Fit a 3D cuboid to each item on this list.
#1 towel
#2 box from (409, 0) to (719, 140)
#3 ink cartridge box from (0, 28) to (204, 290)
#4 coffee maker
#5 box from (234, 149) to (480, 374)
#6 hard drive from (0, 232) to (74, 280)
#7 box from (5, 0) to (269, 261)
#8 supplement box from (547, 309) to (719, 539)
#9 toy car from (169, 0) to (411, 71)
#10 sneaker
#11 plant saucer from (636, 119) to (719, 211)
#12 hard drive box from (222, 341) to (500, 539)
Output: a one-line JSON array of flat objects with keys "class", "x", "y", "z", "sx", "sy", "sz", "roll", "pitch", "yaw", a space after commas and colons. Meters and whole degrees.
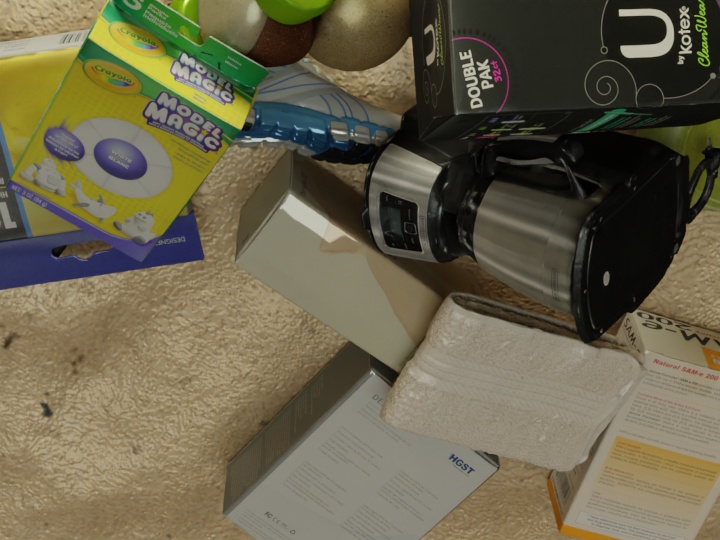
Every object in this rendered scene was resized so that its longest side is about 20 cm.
[{"class": "towel", "x": 0.125, "y": 0.095, "z": 0.992, "sx": 0.198, "sy": 0.035, "sz": 0.133, "roll": 15, "pitch": 121, "yaw": -24}, {"class": "box", "x": 0.135, "y": -0.163, "z": 0.756, "sx": 0.197, "sy": 0.124, "sz": 0.151, "roll": -3, "pitch": 89, "yaw": -7}, {"class": "ink cartridge box", "x": -0.232, "y": -0.076, "z": 0.940, "sx": 0.194, "sy": 0.047, "sz": 0.203, "roll": -9, "pitch": 115, "yaw": 1}, {"class": "coffee maker", "x": 0.130, "y": -0.052, "z": 0.918, "sx": 0.198, "sy": 0.191, "sz": 0.137, "roll": 23, "pitch": 113, "yaw": 36}, {"class": "box", "x": 0.000, "y": 0.000, "z": 0.997, "sx": 0.199, "sy": 0.095, "sz": 0.078, "roll": 34, "pitch": 112, "yaw": -19}, {"class": "hard drive", "x": -0.300, "y": -0.097, "z": 0.970, "sx": 0.199, "sy": 0.033, "sz": 0.140, "roll": 33, "pitch": 112, "yaw": -17}, {"class": "box", "x": -0.153, "y": -0.096, "z": 0.841, "sx": 0.116, "sy": 0.049, "sz": 0.200, "roll": 29, "pitch": 135, "yaw": -15}, {"class": "supplement box", "x": 0.260, "y": 0.148, "z": 1.093, "sx": 0.124, "sy": 0.074, "sz": 0.202, "roll": 16, "pitch": 116, "yaw": -9}, {"class": "toy car", "x": -0.012, "y": -0.205, "z": 0.859, "sx": 0.198, "sy": 0.163, "sz": 0.160, "roll": 10, "pitch": 81, "yaw": -32}, {"class": "sneaker", "x": -0.043, "y": -0.135, "z": 0.941, "sx": 0.197, "sy": 0.075, "sz": 0.088, "roll": 8, "pitch": 75, "yaw": -24}, {"class": "plant saucer", "x": 0.311, "y": -0.113, "z": 0.947, "sx": 0.197, "sy": 0.031, "sz": 0.202, "roll": -6, "pitch": 135, "yaw": -6}, {"class": "hard drive box", "x": -0.001, "y": 0.174, "z": 1.096, "sx": 0.155, "sy": 0.077, "sz": 0.200, "roll": 39, "pitch": 111, "yaw": -20}]
